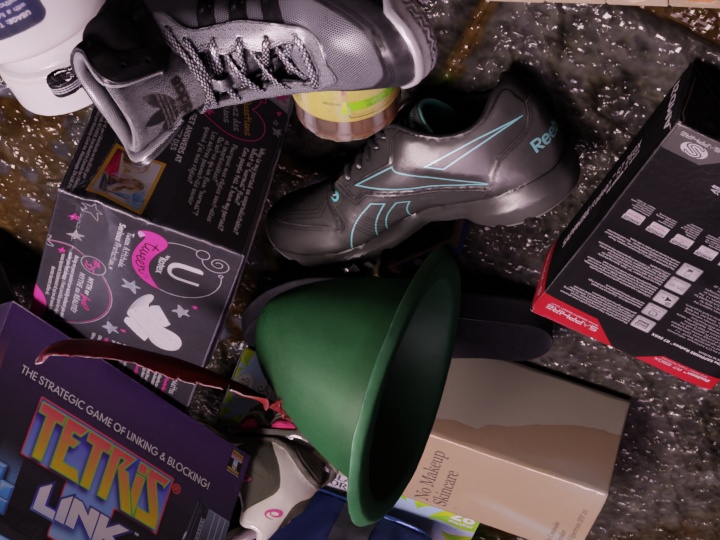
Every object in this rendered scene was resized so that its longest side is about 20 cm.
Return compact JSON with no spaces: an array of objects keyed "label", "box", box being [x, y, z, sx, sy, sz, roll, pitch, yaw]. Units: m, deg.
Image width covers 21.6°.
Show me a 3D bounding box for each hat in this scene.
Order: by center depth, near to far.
[{"label":"hat","box":[-0.051,0.040,1.099,0.175,0.167,0.200,17,160,15]}]

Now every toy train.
[{"label":"toy train","box":[0.000,0.000,1.195,0.046,0.034,0.199,36,142,-25]}]

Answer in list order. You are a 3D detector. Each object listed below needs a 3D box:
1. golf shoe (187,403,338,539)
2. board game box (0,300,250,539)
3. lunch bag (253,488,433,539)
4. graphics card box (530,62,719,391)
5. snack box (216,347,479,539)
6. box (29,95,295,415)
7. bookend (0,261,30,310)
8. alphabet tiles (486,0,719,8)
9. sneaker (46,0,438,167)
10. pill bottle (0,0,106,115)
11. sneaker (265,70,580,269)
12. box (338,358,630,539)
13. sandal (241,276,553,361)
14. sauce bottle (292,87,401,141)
[{"label":"golf shoe","box":[-0.102,0.144,1.271,0.077,0.088,0.199,47,145,-19]},{"label":"board game box","box":[-0.172,0.141,1.126,0.056,0.166,0.200,-16,138,45]},{"label":"lunch bag","box":[-0.035,0.255,1.285,0.135,0.201,0.133,17,140,12]},{"label":"graphics card box","box":[0.192,-0.019,1.064,0.125,0.051,0.200,24,145,-5]},{"label":"snack box","box":[-0.014,0.156,1.372,0.199,0.068,0.169,20,143,-1]},{"label":"box","box":[-0.122,-0.024,1.140,0.114,0.133,0.200,20,145,-5]},{"label":"bookend","box":[-0.337,0.000,1.287,0.199,0.200,0.092,-16,156,-28]},{"label":"alphabet tiles","box":[0.111,-0.193,0.917,0.198,0.008,0.168,5,141,20]},{"label":"sneaker","box":[-0.063,-0.099,0.930,0.199,0.114,0.076,14,140,35]},{"label":"pill bottle","box":[-0.193,-0.180,0.991,0.110,0.112,0.201,-2,138,28]},{"label":"sneaker","box":[0.026,-0.061,1.086,0.199,0.076,0.080,-15,122,27]},{"label":"box","box":[0.069,0.107,1.261,0.198,0.078,0.095,18,145,4]},{"label":"sandal","box":[0.022,0.040,1.188,0.198,0.043,0.076,2,154,5]},{"label":"sauce bottle","box":[-0.013,-0.153,0.978,0.064,0.065,0.201,10,144,13]}]
